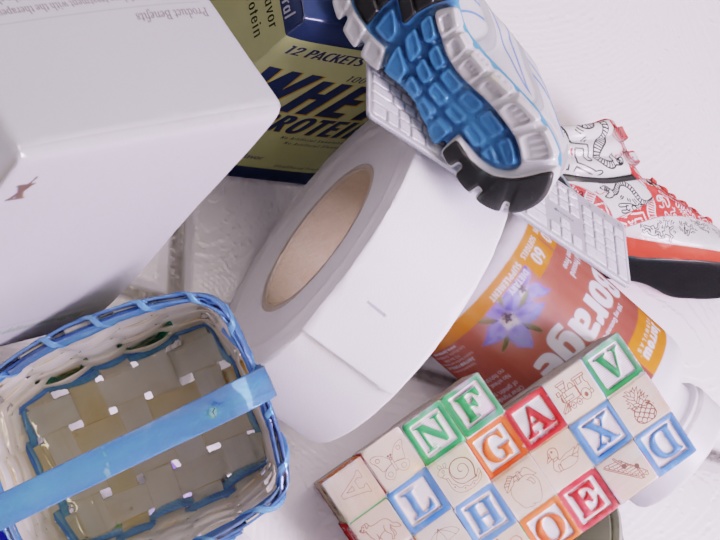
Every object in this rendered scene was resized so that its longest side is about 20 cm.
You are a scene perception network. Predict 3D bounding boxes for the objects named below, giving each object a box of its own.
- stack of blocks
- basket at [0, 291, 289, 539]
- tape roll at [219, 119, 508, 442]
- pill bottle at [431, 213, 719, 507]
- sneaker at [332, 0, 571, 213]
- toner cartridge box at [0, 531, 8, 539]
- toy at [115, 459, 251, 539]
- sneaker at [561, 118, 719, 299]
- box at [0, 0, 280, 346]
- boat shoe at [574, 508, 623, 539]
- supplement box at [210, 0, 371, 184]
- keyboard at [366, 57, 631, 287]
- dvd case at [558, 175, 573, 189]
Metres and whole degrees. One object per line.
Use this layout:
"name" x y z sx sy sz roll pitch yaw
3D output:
"stack of blocks" 0.086 0.118 1.573 0.199 0.059 0.116 -34 89 -7
"basket" -0.125 0.092 1.368 0.175 0.200 0.140 -24 94 -1
"tape roll" 0.000 0.000 1.544 0.071 0.202 0.203 37 51 -16
"pill bottle" 0.133 0.057 1.672 0.200 0.112 0.112 40 50 -13
"sneaker" 0.053 -0.125 1.484 0.201 0.075 0.087 59 24 3
"toner cartridge box" -0.273 0.148 1.373 0.199 0.043 0.096 -3 68 -38
"toy" -0.063 0.206 1.494 0.200 0.047 0.115 45 51 -8
"sneaker" 0.198 -0.045 1.804 0.200 0.067 0.109 8 65 -31
"box" -0.193 -0.076 1.329 0.198 0.200 0.172 -14 64 -52
"boat shoe" 0.134 0.231 1.618 0.066 0.074 0.200 55 31 -39
"supplement box" -0.045 -0.187 1.608 0.134 0.200 0.201 5 64 -34
"keyboard" 0.080 -0.056 1.502 0.199 0.011 0.056 32 29 -24
"dvd case" 0.079 -0.105 1.691 0.200 0.022 0.146 55 10 24
